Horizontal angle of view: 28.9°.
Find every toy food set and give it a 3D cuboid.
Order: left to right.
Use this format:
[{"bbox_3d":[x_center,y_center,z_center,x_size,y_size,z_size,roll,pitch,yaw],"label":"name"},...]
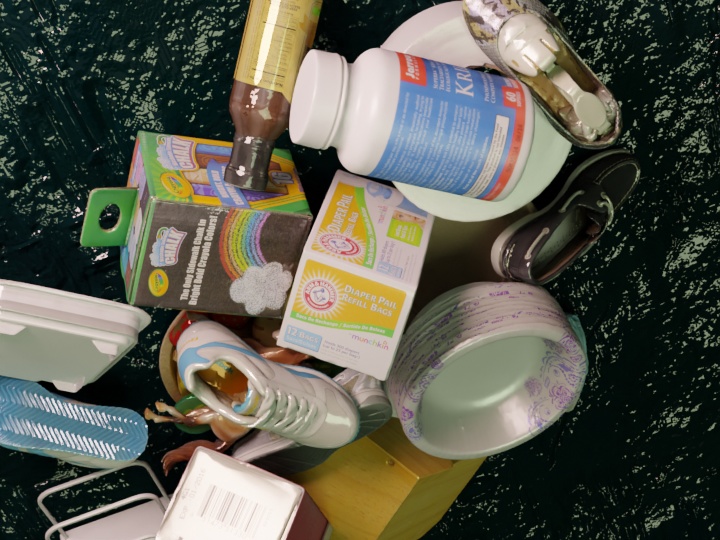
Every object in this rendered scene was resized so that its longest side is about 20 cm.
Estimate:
[{"bbox_3d":[-0.114,0.096,1.484,0.198,0.049,0.199,-3,125,-14],"label":"toy food set"}]

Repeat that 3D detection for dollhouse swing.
[{"bbox_3d":[0.018,0.235,1.616,0.181,0.176,0.201,37,123,9],"label":"dollhouse swing"}]

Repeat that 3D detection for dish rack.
[{"bbox_3d":[-0.308,0.071,1.349,0.170,0.044,0.200,12,156,-24],"label":"dish rack"}]

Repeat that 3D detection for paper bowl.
[{"bbox_3d":[0.122,0.092,1.429,0.199,0.105,0.202,-13,138,-12],"label":"paper bowl"}]

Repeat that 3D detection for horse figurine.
[{"bbox_3d":[-0.141,0.125,1.436,0.132,0.050,0.201,16,115,-19],"label":"horse figurine"}]

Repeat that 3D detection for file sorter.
[{"bbox_3d":[-0.257,0.324,1.491,0.138,0.201,0.125,-19,143,-3],"label":"file sorter"}]

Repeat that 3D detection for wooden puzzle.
[{"bbox_3d":[0.101,-0.016,1.479,0.199,0.037,0.185,-33,127,14],"label":"wooden puzzle"}]

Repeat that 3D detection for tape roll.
[{"bbox_3d":[0.104,-0.153,1.332,0.200,0.071,0.204,-4,111,-10],"label":"tape roll"}]

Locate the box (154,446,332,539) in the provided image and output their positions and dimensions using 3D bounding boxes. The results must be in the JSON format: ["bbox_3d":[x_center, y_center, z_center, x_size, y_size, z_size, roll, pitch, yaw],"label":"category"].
[{"bbox_3d":[-0.117,0.277,1.468,0.127,0.110,0.200,19,163,14],"label":"box"}]

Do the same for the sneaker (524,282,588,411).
[{"bbox_3d":[0.208,0.067,1.545,0.073,0.082,0.201,10,144,26],"label":"sneaker"}]

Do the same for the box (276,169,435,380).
[{"bbox_3d":[0.000,0.000,1.326,0.112,0.200,0.102,18,117,0],"label":"box"}]

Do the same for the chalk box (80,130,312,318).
[{"bbox_3d":[-0.163,-0.046,1.326,0.198,0.124,0.126,7,123,-19],"label":"chalk box"}]

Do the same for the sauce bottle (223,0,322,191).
[{"bbox_3d":[-0.083,-0.173,1.258,0.064,0.065,0.202,11,101,-22],"label":"sauce bottle"}]

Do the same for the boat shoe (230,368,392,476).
[{"bbox_3d":[-0.056,0.161,1.477,0.201,0.065,0.074,-32,143,26],"label":"boat shoe"}]

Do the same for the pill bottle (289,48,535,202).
[{"bbox_3d":[0.043,-0.132,1.228,0.198,0.113,0.113,10,121,-17],"label":"pill bottle"}]

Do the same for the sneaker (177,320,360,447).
[{"bbox_3d":[-0.090,0.127,1.362,0.199,0.081,0.077,27,108,-16],"label":"sneaker"}]

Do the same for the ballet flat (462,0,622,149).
[{"bbox_3d":[0.172,-0.183,1.261,0.072,0.072,0.200,-41,113,14],"label":"ballet flat"}]

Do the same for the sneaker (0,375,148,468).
[{"bbox_3d":[-0.324,0.164,1.452,0.198,0.077,0.081,19,156,-10],"label":"sneaker"}]

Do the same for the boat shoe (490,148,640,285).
[{"bbox_3d":[0.223,-0.054,1.432,0.199,0.060,0.074,-34,123,-20],"label":"boat shoe"}]

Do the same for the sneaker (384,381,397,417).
[{"bbox_3d":[0.077,0.119,1.539,0.199,0.075,0.100,21,123,-38],"label":"sneaker"}]
